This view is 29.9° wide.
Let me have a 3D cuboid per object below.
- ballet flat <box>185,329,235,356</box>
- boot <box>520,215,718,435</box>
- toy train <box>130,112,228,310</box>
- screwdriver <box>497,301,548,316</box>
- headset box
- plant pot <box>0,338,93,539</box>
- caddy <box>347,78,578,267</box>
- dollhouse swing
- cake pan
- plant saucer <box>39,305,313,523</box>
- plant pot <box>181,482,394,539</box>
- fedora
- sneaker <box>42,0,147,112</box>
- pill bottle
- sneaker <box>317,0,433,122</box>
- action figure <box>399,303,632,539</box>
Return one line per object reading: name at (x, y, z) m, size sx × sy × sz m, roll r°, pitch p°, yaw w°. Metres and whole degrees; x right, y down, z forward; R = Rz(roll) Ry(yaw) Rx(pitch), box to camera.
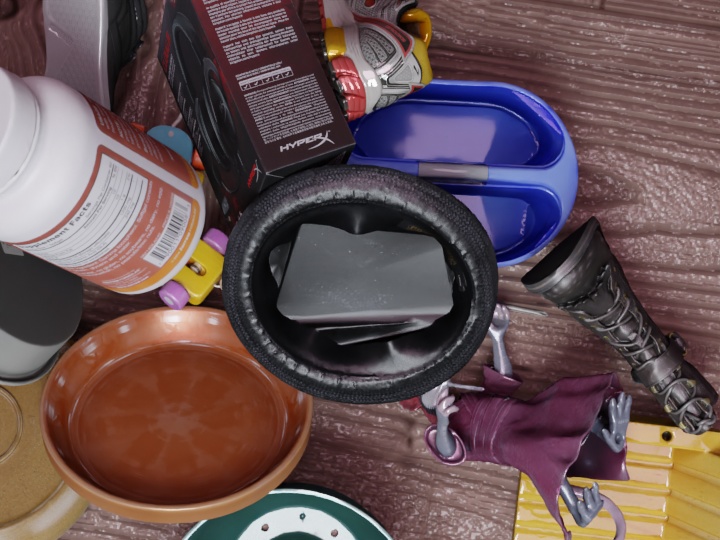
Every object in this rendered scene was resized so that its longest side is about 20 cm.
ballet flat at (-0.170, 0.099, 1.082) m, size 0.198 × 0.069 × 0.070 m, roll -23°, pitch 91°, yaw -1°
boot at (0.209, 0.048, 1.016) m, size 0.069 × 0.200 × 0.175 m, roll -40°, pitch 80°, yaw 15°
toy train at (-0.112, -0.041, 1.080) m, size 0.149 × 0.056 × 0.202 m, roll -24°, pitch 77°, yaw -20°
screwdriver at (0.055, 0.020, 1.098) m, size 0.197 × 0.028 × 0.029 m, roll 15°, pitch 121°, yaw -1°
headset box at (-0.087, -0.140, 1.011) m, size 0.076 × 0.149 × 0.202 m, roll -20°, pitch 76°, yaw -19°
plant pot at (-0.283, 0.117, 0.999) m, size 0.197 × 0.027 × 0.203 m, roll 6°, pitch 70°, yaw -15°
caddy at (0.069, -0.076, 1.056) m, size 0.197 × 0.105 × 0.144 m, roll 2°, pitch 91°, yaw -1°
dollhouse swing at (0.216, 0.221, 1.027) m, size 0.179 × 0.176 × 0.203 m, roll 7°, pitch 91°, yaw -1°
cake pan at (-0.266, -0.017, 0.958) m, size 0.036 × 0.200 × 0.202 m, roll -28°, pitch 91°, yaw 18°
plant saucer at (-0.133, 0.105, 0.986) m, size 0.197 × 0.202 × 0.033 m, roll 3°, pitch 131°, yaw 0°
plant pot at (-0.052, 0.256, 1.031) m, size 0.197 × 0.161 × 0.204 m, roll 0°, pitch 90°, yaw -1°
fedora at (0.000, 0.000, 0.987) m, size 0.197 × 0.092 × 0.203 m, roll 0°, pitch 111°, yaw 1°
sneaker at (-0.210, -0.148, 1.067) m, size 0.070 × 0.099 × 0.203 m, roll 13°, pitch 109°, yaw 12°
pill bottle at (-0.204, -0.064, 0.929) m, size 0.111 × 0.200 × 0.114 m, roll -10°, pitch 68°, yaw 26°
sneaker at (0.014, -0.173, 1.020) m, size 0.081 × 0.201 × 0.079 m, roll -14°, pitch 122°, yaw 3°
action figure at (0.119, 0.124, 1.047) m, size 0.134 × 0.198 × 0.150 m, roll -39°, pitch 122°, yaw -36°
